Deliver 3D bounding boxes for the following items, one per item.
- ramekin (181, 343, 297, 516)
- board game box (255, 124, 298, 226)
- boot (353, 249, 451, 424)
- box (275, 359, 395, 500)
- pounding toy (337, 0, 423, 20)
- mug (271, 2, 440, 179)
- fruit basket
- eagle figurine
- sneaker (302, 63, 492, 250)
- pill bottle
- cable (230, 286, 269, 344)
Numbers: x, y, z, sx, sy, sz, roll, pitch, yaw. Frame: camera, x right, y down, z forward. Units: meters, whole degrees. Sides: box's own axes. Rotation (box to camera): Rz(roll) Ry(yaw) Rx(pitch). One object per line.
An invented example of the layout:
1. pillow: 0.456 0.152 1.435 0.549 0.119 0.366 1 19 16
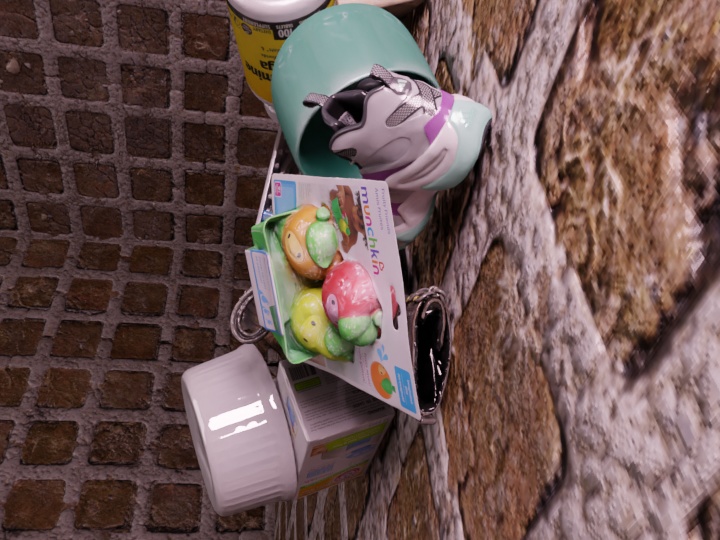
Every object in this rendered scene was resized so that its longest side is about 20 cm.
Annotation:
1. ramekin: -0.157 0.202 0.866 0.200 0.096 0.205 165 90 -69
2. board game box: -0.105 -0.133 1.021 0.200 0.025 0.205 62 -139 -85
3. boot: 0.042 0.035 0.654 0.174 0.067 0.206 155 114 -73
4. box: -0.043 0.187 0.852 0.202 0.110 0.103 107 143 -52
5. pounding toy: 0.014 -0.387 0.764 0.184 0.139 0.205 -134 31 -77
6. mug: -0.016 -0.163 0.670 0.186 0.149 0.116 -54 51 46
7. fruit basket: -0.025 0.015 0.587 0.199 0.092 0.190 21 123 60
8. eagle figurine: -0.088 0.127 0.961 0.153 0.148 0.203 -73 -13 -46
9. sneaker: 0.011 -0.101 0.578 0.079 0.138 0.200 -66 6 -30
10. pill bottle: -0.076 -0.246 0.735 0.201 0.109 0.115 86 -177 -66
11. cable: -0.070 -0.015 0.732 0.098 0.199 0.050 50 165 -4
